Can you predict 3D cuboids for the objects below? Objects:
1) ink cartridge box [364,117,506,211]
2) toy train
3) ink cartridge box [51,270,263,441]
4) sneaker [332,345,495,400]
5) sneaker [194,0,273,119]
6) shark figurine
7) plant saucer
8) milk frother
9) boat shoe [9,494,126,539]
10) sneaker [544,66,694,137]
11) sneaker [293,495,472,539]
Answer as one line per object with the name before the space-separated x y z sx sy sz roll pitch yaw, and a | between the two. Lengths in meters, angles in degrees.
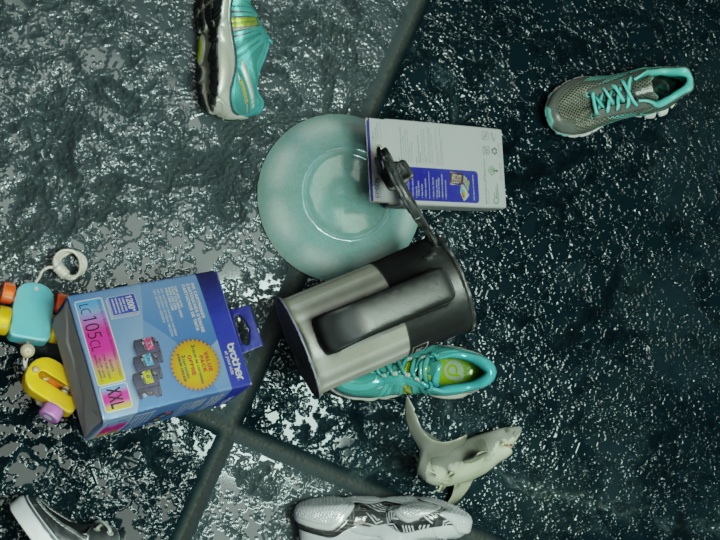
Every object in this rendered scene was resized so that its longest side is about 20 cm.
ink cartridge box | 0.082 -0.121 1.184 0.200 0.039 0.100 1 85 -33
toy train | -0.303 0.085 1.083 0.150 0.056 0.200 -32 87 -38
ink cartridge box | -0.204 0.082 1.065 0.200 0.076 0.137 -11 75 -36
sneaker | 0.059 0.110 1.160 0.199 0.080 0.078 0 85 -15
sneaker | -0.142 -0.270 1.151 0.079 0.077 0.201 2 90 -35
shark figurine | 0.087 0.205 1.160 0.128 0.214 0.090 -49 59 15
plant saucer | -0.018 -0.087 1.180 0.200 0.039 0.202 1 85 -16
milk frother | 0.000 0.000 1.073 0.188 0.181 0.200 -22 69 -13
boat shoe | -0.276 0.294 1.063 0.068 0.072 0.200 -46 101 -12
sneaker | 0.325 -0.220 1.259 0.199 0.091 0.078 -17 90 -16
sneaker | 0.025 0.315 1.134 0.199 0.075 0.115 0 90 4
